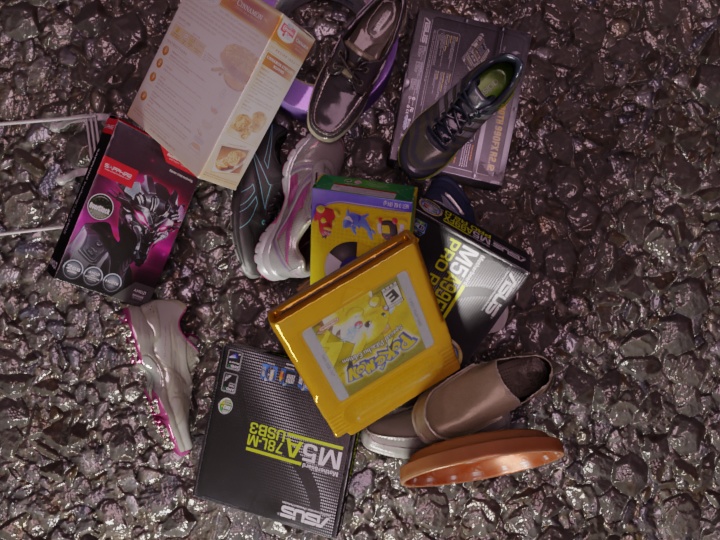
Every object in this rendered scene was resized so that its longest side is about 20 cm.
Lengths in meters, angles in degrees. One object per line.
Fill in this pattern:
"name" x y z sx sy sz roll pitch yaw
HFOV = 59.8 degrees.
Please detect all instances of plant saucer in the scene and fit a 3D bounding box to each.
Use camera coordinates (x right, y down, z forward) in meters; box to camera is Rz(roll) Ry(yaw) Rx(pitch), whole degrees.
"plant saucer" 0.141 0.223 0.745 0.194 0.201 0.033 -9 65 -2

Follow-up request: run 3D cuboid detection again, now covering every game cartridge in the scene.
"game cartridge" 0.013 0.080 0.692 0.173 0.033 0.203 -30 124 -6

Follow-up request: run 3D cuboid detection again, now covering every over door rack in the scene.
"over door rack" -0.407 -0.118 0.787 0.194 0.066 0.153 -7 89 -23

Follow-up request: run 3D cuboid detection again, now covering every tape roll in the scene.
"tape roll" -0.049 -0.298 0.813 0.193 0.066 0.207 0 89 -1

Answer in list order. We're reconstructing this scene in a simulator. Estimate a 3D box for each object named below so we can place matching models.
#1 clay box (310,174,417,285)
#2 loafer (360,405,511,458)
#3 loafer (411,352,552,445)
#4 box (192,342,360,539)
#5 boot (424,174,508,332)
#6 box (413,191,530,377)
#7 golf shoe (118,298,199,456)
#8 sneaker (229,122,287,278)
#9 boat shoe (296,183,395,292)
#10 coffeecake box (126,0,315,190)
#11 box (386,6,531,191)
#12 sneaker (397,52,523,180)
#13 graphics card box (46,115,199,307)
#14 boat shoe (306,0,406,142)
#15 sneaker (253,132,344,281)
"clay box" 0.000 0.000 0.718 0.111 0.048 0.206 8 118 9
"loafer" 0.096 0.190 0.797 0.193 0.070 0.072 -5 120 -9
"loafer" 0.149 0.143 0.749 0.196 0.069 0.077 -22 70 -21
"box" -0.099 0.209 0.791 0.194 0.047 0.199 12 86 11
"boot" 0.141 -0.023 0.807 0.071 0.091 0.203 -15 117 37
"box" 0.089 0.029 0.766 0.157 0.045 0.203 29 124 0
"golf shoe" -0.235 0.133 0.793 0.090 0.074 0.206 -22 107 -34
"sneaker" -0.128 -0.094 0.800 0.077 0.075 0.207 -2 89 -4
"boat shoe" -0.008 -0.032 0.804 0.067 0.072 0.202 36 91 -1
"coffeecake box" -0.169 -0.229 0.745 0.152 0.073 0.203 38 103 25
"box" 0.128 -0.223 0.824 0.153 0.048 0.207 11 89 -2
"sneaker" 0.120 -0.193 0.758 0.074 0.081 0.201 42 88 0
"graphics card box" -0.288 -0.069 0.776 0.124 0.050 0.205 25 87 -41
"boat shoe" -0.005 -0.252 0.748 0.071 0.065 0.203 32 88 -1
"sneaker" -0.055 -0.077 0.779 0.087 0.081 0.206 15 85 40
